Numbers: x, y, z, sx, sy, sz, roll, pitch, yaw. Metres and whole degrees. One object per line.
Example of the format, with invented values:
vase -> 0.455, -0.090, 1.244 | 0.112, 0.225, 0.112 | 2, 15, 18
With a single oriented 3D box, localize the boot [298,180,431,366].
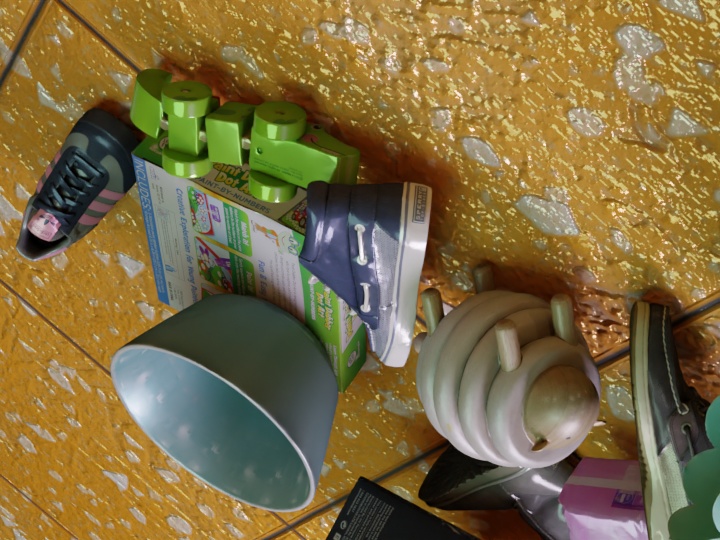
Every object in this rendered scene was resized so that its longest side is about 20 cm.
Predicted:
boot -> 0.000, 0.000, 1.197 | 0.090, 0.073, 0.201 | 6, 142, 1

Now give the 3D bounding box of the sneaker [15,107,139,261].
sneaker -> -0.243, -0.064, 1.375 | 0.070, 0.082, 0.200 | 38, 149, -2

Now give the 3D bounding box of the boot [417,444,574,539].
boot -> 0.165, 0.220, 1.365 | 0.200, 0.073, 0.182 | 39, 151, -17

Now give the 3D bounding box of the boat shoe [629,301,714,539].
boat shoe -> 0.226, 0.117, 1.120 | 0.066, 0.072, 0.202 | -6, 99, 13

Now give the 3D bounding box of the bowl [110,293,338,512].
bowl -> -0.097, 0.097, 1.338 | 0.200, 0.105, 0.201 | 26, 147, 18

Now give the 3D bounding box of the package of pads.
package of pads -> 0.256, 0.211, 1.209 | 0.199, 0.076, 0.121 | 3, 128, 30

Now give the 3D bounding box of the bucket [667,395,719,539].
bucket -> 0.283, 0.117, 0.976 | 0.134, 0.208, 0.208 | 24, 147, 6

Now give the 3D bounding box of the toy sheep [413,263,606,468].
toy sheep -> 0.102, 0.073, 1.172 | 0.200, 0.138, 0.138 | 29, 155, 57

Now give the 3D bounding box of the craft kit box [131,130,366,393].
craft kit box -> -0.088, -0.007, 1.334 | 0.197, 0.049, 0.201 | 28, 148, 20

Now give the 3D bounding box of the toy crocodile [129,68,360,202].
toy crocodile -> -0.088, -0.101, 1.196 | 0.199, 0.062, 0.068 | 17, 125, 22

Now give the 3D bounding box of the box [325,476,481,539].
box -> 0.091, 0.283, 1.379 | 0.182, 0.104, 0.200 | 25, 173, 46
